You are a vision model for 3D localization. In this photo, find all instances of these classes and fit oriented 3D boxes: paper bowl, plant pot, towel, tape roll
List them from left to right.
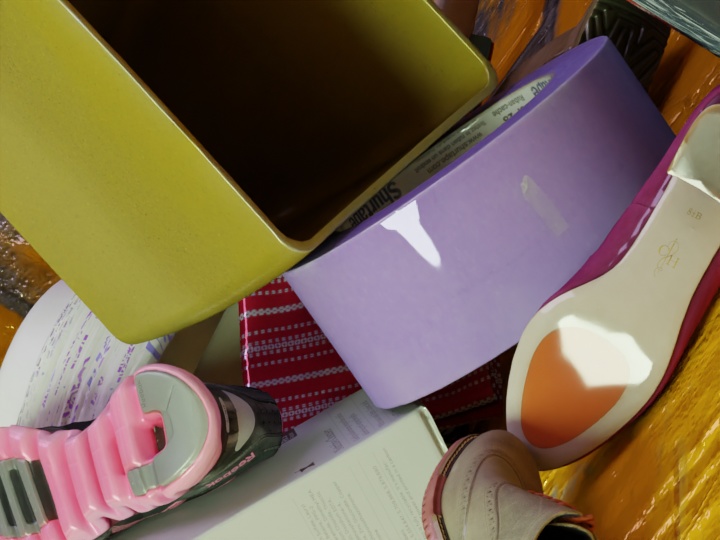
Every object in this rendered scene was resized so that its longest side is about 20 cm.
[{"bbox_3d":[-0.137,0.078,1.438,0.201,0.104,0.202,-50,-31,-45],"label":"paper bowl"},{"bbox_3d":[-0.088,-0.080,1.279,0.200,0.200,0.176,-42,-2,-46],"label":"plant pot"},{"bbox_3d":[0.000,0.000,1.367,0.023,0.143,0.201,63,-161,-58],"label":"towel"},{"bbox_3d":[0.064,-0.024,1.229,0.199,0.085,0.200,-36,5,4],"label":"tape roll"}]

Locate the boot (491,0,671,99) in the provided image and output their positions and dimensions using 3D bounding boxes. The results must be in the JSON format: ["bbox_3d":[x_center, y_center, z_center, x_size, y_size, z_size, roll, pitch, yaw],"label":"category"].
[{"bbox_3d":[0.104,-0.069,1.447,0.176,0.066,0.200,-58,7,-18],"label":"boot"}]

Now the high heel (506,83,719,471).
[{"bbox_3d":[0.136,0.003,1.125,0.201,0.067,0.096,-56,-13,22],"label":"high heel"}]

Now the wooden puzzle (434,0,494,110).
[{"bbox_3d":[0.050,-0.060,1.554,0.186,0.037,0.201,-71,-13,-51],"label":"wooden puzzle"}]

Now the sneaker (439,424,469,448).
[{"bbox_3d":[0.011,0.104,1.346,0.087,0.074,0.201,-37,23,52],"label":"sneaker"}]

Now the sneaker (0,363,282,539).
[{"bbox_3d":[-0.119,0.101,1.274,0.199,0.080,0.095,-21,-11,39],"label":"sneaker"}]

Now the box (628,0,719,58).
[{"bbox_3d":[0.151,-0.175,1.166,0.105,0.181,0.200,-57,10,5],"label":"box"}]

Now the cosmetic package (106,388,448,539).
[{"bbox_3d":[-0.045,0.141,1.248,0.199,0.082,0.113,-28,9,-6],"label":"cosmetic package"}]

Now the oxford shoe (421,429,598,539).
[{"bbox_3d":[0.073,0.121,1.040,0.075,0.070,0.200,-39,23,20],"label":"oxford shoe"}]

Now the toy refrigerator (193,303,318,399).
[{"bbox_3d":[-0.046,0.071,1.403,0.070,0.076,0.201,14,66,32],"label":"toy refrigerator"}]
